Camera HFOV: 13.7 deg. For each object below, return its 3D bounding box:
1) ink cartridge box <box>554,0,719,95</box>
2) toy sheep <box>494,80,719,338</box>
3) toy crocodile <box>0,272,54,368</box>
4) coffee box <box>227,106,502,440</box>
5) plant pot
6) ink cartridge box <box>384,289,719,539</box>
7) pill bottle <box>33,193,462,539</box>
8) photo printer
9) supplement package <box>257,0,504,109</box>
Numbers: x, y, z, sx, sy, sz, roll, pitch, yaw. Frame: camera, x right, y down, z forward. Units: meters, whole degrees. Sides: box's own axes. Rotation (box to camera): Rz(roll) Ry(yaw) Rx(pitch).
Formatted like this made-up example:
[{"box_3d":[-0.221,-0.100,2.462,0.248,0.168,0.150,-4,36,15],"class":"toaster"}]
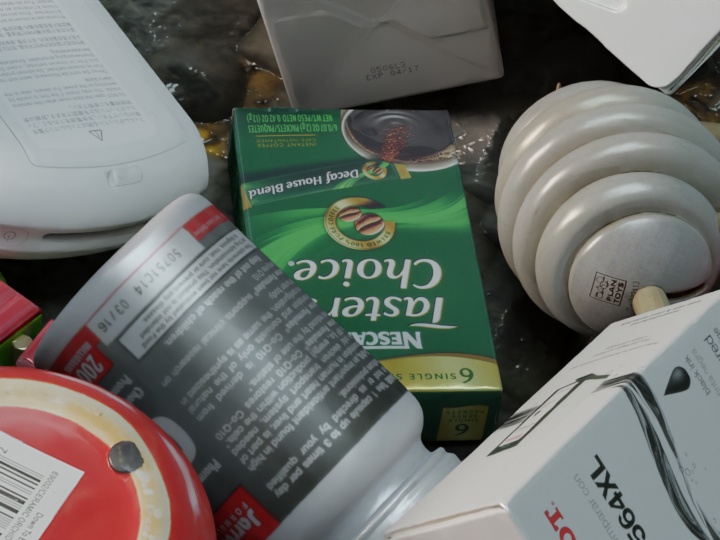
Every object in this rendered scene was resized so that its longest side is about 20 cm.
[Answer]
[{"box_3d":[0.138,-0.187,1.611,0.146,0.083,0.200,41,15,-8],"class":"ink cartridge box"},{"box_3d":[0.135,-0.027,1.528,0.138,0.138,0.200,-2,31,-11],"class":"toy sheep"},{"box_3d":[-0.174,0.036,1.466,0.200,0.062,0.068,30,51,17],"class":"toy crocodile"},{"box_3d":[0.000,0.000,1.537,0.123,0.044,0.200,1,49,-9],"class":"coffee box"},{"box_3d":[-0.152,0.157,1.284,0.200,0.183,0.201,6,49,-7],"class":"plant pot"},{"box_3d":[0.124,0.123,1.363,0.200,0.084,0.146,-40,104,-43],"class":"ink cartridge box"},{"box_3d":[-0.044,0.070,1.393,0.200,0.114,0.114,43,54,3],"class":"pill bottle"},{"box_3d":[-0.182,-0.088,1.538,0.166,0.069,0.200,-11,54,-46],"class":"photo printer"},{"box_3d":[0.003,-0.204,1.651,0.121,0.120,0.200,-11,48,6],"class":"supplement package"}]
